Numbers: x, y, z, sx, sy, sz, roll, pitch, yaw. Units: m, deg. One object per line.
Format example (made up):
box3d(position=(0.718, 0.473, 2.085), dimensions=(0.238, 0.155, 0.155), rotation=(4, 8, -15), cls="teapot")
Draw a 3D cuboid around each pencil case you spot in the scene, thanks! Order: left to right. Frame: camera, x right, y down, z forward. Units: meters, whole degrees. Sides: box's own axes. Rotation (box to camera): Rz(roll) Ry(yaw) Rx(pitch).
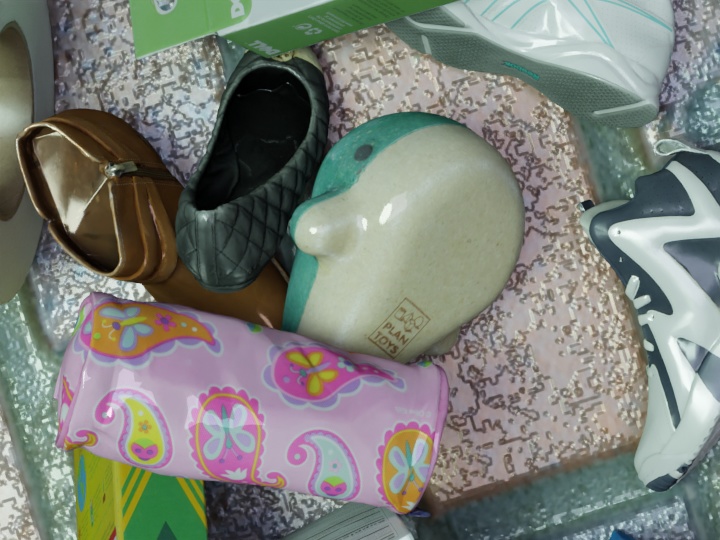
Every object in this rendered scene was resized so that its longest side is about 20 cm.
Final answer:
box3d(position=(-0.054, 0.070, 0.810), dimensions=(0.198, 0.087, 0.088), rotation=(12, 91, -15), cls="pencil case")

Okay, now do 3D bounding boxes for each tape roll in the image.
box3d(position=(-0.206, -0.082, 0.864), dimensions=(0.037, 0.203, 0.205), rotation=(3, 90, 3), cls="tape roll")

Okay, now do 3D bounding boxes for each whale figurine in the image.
box3d(position=(0.000, 0.000, 0.898), dimensions=(0.201, 0.159, 0.104), rotation=(-51, 48, 1), cls="whale figurine")

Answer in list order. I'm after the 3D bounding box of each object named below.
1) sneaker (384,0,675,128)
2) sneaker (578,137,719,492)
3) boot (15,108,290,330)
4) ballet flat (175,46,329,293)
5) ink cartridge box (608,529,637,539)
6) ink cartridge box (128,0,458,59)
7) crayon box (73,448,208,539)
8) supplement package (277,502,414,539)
box3d(position=(0.089, -0.154, 0.925), dimensions=(0.198, 0.070, 0.081), rotation=(23, 75, 0), cls="sneaker")
box3d(position=(0.172, 0.016, 0.917), dimensions=(0.129, 0.079, 0.201), rotation=(29, 114, 21), cls="sneaker")
box3d(position=(-0.110, -0.005, 0.882), dimensions=(0.074, 0.155, 0.200), rotation=(-44, 87, 7), cls="boot")
box3d(position=(-0.055, -0.071, 0.880), dimensions=(0.066, 0.057, 0.201), rotation=(7, 46, 5), cls="ballet flat")
box3d(position=(0.185, 0.207, 0.849), dimensions=(0.115, 0.200, 0.068), rotation=(26, 91, 2), cls="ink cartridge box")
box3d(position=(-0.033, -0.184, 0.880), dimensions=(0.198, 0.059, 0.105), rotation=(-14, 78, 24), cls="ink cartridge box")
box3d(position=(-0.122, 0.133, 0.874), dimensions=(0.050, 0.127, 0.202), rotation=(2, 63, -19), cls="crayon box")
box3d(position=(-0.006, 0.200, 0.852), dimensions=(0.109, 0.200, 0.115), rotation=(-27, 89, -4), cls="supplement package")
